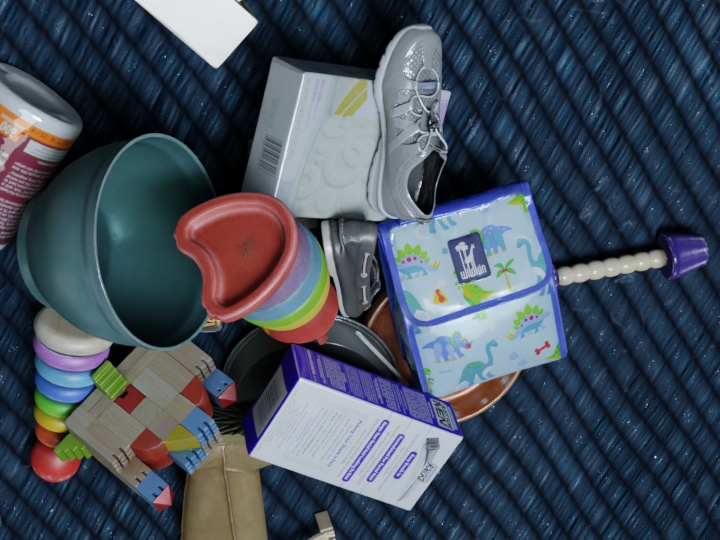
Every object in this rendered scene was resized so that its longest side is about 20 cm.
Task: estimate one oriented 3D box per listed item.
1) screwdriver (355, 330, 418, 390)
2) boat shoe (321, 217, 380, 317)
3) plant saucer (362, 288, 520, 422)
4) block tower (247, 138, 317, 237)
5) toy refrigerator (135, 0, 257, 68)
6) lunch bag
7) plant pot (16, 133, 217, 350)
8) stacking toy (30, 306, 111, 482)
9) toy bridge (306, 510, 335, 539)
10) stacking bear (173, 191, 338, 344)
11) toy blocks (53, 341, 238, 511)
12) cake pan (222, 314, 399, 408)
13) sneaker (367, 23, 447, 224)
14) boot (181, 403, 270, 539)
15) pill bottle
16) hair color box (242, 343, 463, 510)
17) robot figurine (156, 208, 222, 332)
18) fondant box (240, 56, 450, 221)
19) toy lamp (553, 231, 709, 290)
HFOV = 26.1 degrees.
[{"bbox_3d":[0.044,0.119,1.684,0.028,0.029,0.200,-26,142,15],"label":"screwdriver"},{"bbox_3d":[0.000,0.000,1.608,0.056,0.067,0.200,-6,159,5],"label":"boat shoe"},{"bbox_3d":[0.092,0.081,1.746,0.198,0.032,0.202,-6,116,-12],"label":"plant saucer"},{"bbox_3d":[-0.081,-0.048,1.617,0.054,0.058,0.202,-17,122,-35],"label":"block tower"},{"bbox_3d":[-0.193,-0.289,1.471,0.200,0.076,0.070,40,99,-26],"label":"toy refrigerator"},{"bbox_3d":[0.114,0.016,1.630,0.169,0.128,0.201,-17,118,-6],"label":"lunch bag"},{"bbox_3d":[-0.239,-0.024,1.471,0.133,0.201,0.201,-3,123,29],"label":"plant pot"},{"bbox_3d":[-0.314,0.136,1.642,0.085,0.086,0.201,5,120,-17],"label":"stacking toy"},{"bbox_3d":[-0.124,0.330,1.782,0.198,0.067,0.027,-13,124,-9],"label":"toy bridge"},{"bbox_3d":[-0.081,0.012,1.506,0.113,0.122,0.200,-29,153,5],"label":"stacking bear"},{"bbox_3d":[-0.204,0.152,1.609,0.200,0.136,0.100,-48,155,-18],"label":"toy blocks"},{"bbox_3d":[-0.055,0.138,1.705,0.198,0.037,0.202,-2,123,-3],"label":"cake pan"},{"bbox_3d":[0.062,-0.141,1.518,0.074,0.082,0.202,-14,118,-36],"label":"sneaker"},{"bbox_3d":[-0.115,0.240,1.712,0.173,0.066,0.201,3,125,5],"label":"boot"},{"bbox_3d":[-0.366,-0.090,1.494,0.114,0.114,0.201,30,103,-25],"label":"pill bottle"},{"bbox_3d":[-0.008,0.162,1.591,0.199,0.065,0.110,23,116,-23],"label":"hair color box"},{"bbox_3d":[-0.195,-0.020,1.585,0.199,0.058,0.146,32,104,-7],"label":"robot figurine"},{"bbox_3d":[-0.013,-0.128,1.558,0.199,0.058,0.145,1,110,-42],"label":"fondant box"},{"bbox_3d":[0.294,-0.008,1.746,0.198,0.058,0.059,-9,116,-10],"label":"toy lamp"}]
